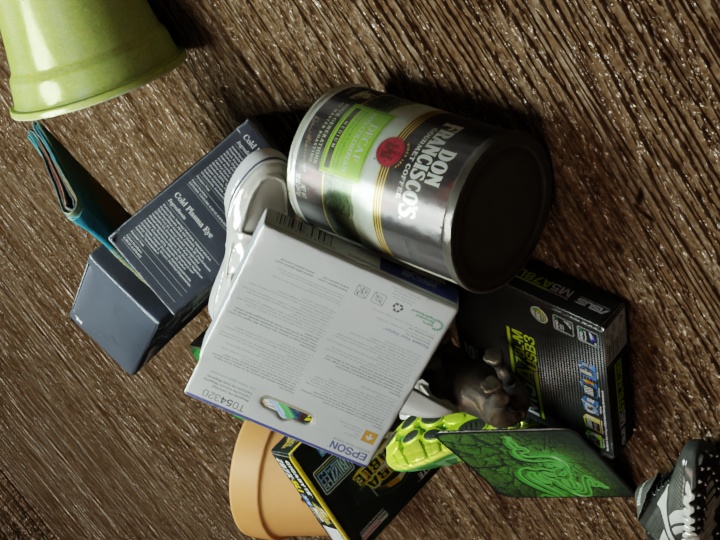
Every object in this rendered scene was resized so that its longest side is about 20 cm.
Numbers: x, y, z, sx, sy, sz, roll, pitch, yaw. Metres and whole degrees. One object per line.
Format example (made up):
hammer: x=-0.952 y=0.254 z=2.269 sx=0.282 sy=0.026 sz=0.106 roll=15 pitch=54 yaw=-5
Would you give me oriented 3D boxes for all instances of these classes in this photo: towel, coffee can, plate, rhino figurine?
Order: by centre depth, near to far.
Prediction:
coffee can: x=0.053 y=-0.078 z=1.330 sx=0.200 sy=0.146 sz=0.147 roll=21 pitch=143 yaw=38
plate: x=-0.028 y=0.095 z=1.508 sx=0.199 sy=0.032 sz=0.200 roll=28 pitch=177 yaw=-29
rhino figurine: x=0.097 y=0.108 z=1.510 sx=0.200 sy=0.060 sz=0.088 roll=21 pitch=153 yaw=47
towel: x=-0.271 y=-0.056 z=1.529 sx=0.147 sy=0.022 sz=0.200 roll=57 pitch=-177 yaw=38

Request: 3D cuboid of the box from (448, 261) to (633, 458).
box: x=0.180 y=0.077 z=1.464 sx=0.193 sy=0.048 sz=0.200 roll=24 pitch=145 yaw=32

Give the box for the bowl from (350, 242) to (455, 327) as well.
bowl: x=0.000 y=0.000 z=1.461 sx=0.201 sy=0.201 sz=0.091 roll=17 pitch=108 yaw=42

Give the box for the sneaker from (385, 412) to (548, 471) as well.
sneaker: x=0.119 y=0.192 z=1.601 sx=0.199 sy=0.074 sz=0.084 roll=-17 pitch=131 yaw=24

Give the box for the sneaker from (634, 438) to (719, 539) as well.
sneaker: x=0.315 y=0.231 z=1.461 sx=0.090 sy=0.066 sz=0.200 roll=24 pitch=147 yaw=30

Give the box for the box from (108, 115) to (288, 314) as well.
box: x=-0.149 y=-0.063 z=1.505 sx=0.104 sy=0.182 sz=0.200 roll=49 pitch=-176 yaw=-7

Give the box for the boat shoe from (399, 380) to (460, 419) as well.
boat shoe: x=0.063 y=0.140 z=1.654 sx=0.200 sy=0.065 sz=0.073 roll=44 pitch=152 yaw=-17

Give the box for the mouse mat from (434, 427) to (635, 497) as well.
mouse mat: x=0.186 y=0.206 z=1.535 sx=0.160 sy=0.008 sz=0.200 roll=-5 pitch=151 yaw=29

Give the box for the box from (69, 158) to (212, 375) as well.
box: x=-0.232 y=-0.003 z=1.751 sx=0.117 sy=0.200 sz=0.197 roll=44 pitch=152 yaw=3

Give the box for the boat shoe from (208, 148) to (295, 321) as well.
boat shoe: x=-0.098 y=-0.015 z=1.377 sx=0.070 sy=0.071 sz=0.201 roll=55 pitch=134 yaw=52

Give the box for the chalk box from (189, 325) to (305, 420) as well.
chalk box: x=-0.090 y=0.111 z=1.788 sx=0.200 sy=0.125 sz=0.124 roll=7 pitch=133 yaw=51

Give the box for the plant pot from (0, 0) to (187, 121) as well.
plant pot: x=-0.307 y=-0.281 z=1.535 sx=0.200 sy=0.200 sz=0.185 roll=6 pitch=121 yaw=50

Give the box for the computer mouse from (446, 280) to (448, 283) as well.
computer mouse: x=0.055 y=0.021 z=1.585 sx=0.059 sy=0.034 sz=0.200 roll=45 pitch=146 yaw=-19

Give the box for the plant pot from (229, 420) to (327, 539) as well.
plant pot: x=-0.062 y=0.263 z=1.900 sx=0.139 sy=0.200 sz=0.201 roll=9 pitch=137 yaw=24

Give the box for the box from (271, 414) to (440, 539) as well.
box: x=0.011 y=0.206 z=1.696 sx=0.049 sy=0.200 sz=0.160 roll=-2 pitch=126 yaw=56

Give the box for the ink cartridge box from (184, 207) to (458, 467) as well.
ink cartridge box: x=-0.038 y=0.065 z=1.354 sx=0.196 sy=0.043 sz=0.200 roll=24 pitch=118 yaw=-10
